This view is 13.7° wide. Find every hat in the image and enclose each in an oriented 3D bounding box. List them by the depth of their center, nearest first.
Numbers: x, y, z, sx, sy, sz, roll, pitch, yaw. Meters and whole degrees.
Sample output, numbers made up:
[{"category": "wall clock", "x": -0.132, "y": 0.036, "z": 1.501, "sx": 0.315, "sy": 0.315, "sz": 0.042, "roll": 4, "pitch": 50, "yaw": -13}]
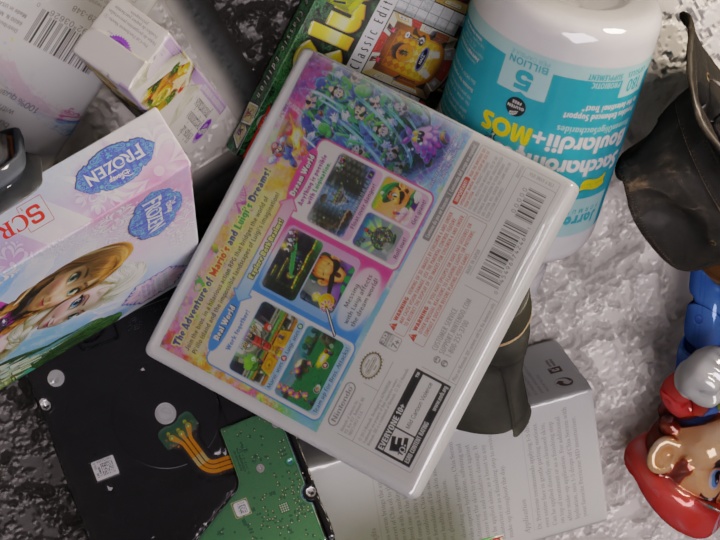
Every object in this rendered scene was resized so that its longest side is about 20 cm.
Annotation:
[{"category": "hat", "x": 0.197, "y": -0.055, "z": 1.780, "sx": 0.081, "sy": 0.201, "sz": 0.201, "roll": -22, "pitch": 121, "yaw": 13}]

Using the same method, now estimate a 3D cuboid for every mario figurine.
[{"category": "mario figurine", "x": 0.239, "y": 0.079, "z": 1.894, "sx": 0.123, "sy": 0.106, "sz": 0.201, "roll": 2, "pitch": 112, "yaw": -20}]

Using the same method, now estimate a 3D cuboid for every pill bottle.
[{"category": "pill bottle", "x": 0.099, "y": -0.082, "z": 1.760, "sx": 0.110, "sy": 0.111, "sz": 0.201, "roll": 4, "pitch": 123, "yaw": -19}]

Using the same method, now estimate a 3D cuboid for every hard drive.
[{"category": "hard drive", "x": -0.105, "y": 0.115, "z": 1.780, "sx": 0.139, "sy": 0.038, "sz": 0.201, "roll": -21, "pitch": 83, "yaw": -7}]

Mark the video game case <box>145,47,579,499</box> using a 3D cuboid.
[{"category": "video game case", "x": 0.000, "y": 0.000, "z": 1.708, "sx": 0.181, "sy": 0.024, "sz": 0.201, "roll": 28, "pitch": 89, "yaw": 16}]

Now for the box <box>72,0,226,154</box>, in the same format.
[{"category": "box", "x": -0.113, "y": -0.105, "z": 1.648, "sx": 0.041, "sy": 0.200, "sz": 0.039, "roll": 37, "pitch": 88, "yaw": 8}]

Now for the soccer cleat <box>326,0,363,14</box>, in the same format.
[{"category": "soccer cleat", "x": -0.026, "y": -0.184, "z": 1.689, "sx": 0.199, "sy": 0.065, "sz": 0.084, "roll": 1, "pitch": 106, "yaw": -5}]

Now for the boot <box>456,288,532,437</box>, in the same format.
[{"category": "boot", "x": 0.008, "y": 0.033, "z": 1.791, "sx": 0.078, "sy": 0.199, "sz": 0.139, "roll": -56, "pitch": 156, "yaw": -28}]

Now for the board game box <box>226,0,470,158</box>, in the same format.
[{"category": "board game box", "x": 0.011, "y": -0.139, "z": 1.765, "sx": 0.104, "sy": 0.023, "sz": 0.201, "roll": 21, "pitch": 106, "yaw": -23}]

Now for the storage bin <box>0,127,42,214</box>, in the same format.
[{"category": "storage bin", "x": -0.284, "y": -0.060, "z": 1.556, "sx": 0.199, "sy": 0.146, "sz": 0.135, "roll": -28, "pitch": 105, "yaw": 0}]

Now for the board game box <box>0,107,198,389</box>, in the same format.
[{"category": "board game box", "x": -0.184, "y": 0.006, "z": 1.674, "sx": 0.199, "sy": 0.200, "sz": 0.041, "roll": -31, "pitch": 77, "yaw": -9}]

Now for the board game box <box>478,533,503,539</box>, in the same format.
[{"category": "board game box", "x": 0.031, "y": 0.201, "z": 1.851, "sx": 0.095, "sy": 0.200, "sz": 0.030, "roll": -14, "pitch": 74, "yaw": -11}]

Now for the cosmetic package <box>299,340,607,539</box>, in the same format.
[{"category": "cosmetic package", "x": 0.046, "y": 0.125, "z": 1.872, "sx": 0.199, "sy": 0.071, "sz": 0.102, "roll": -15, "pitch": 119, "yaw": -11}]

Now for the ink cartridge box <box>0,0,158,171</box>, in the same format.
[{"category": "ink cartridge box", "x": -0.221, "y": -0.128, "z": 1.659, "sx": 0.147, "sy": 0.086, "sz": 0.200, "roll": 29, "pitch": 105, "yaw": -26}]
